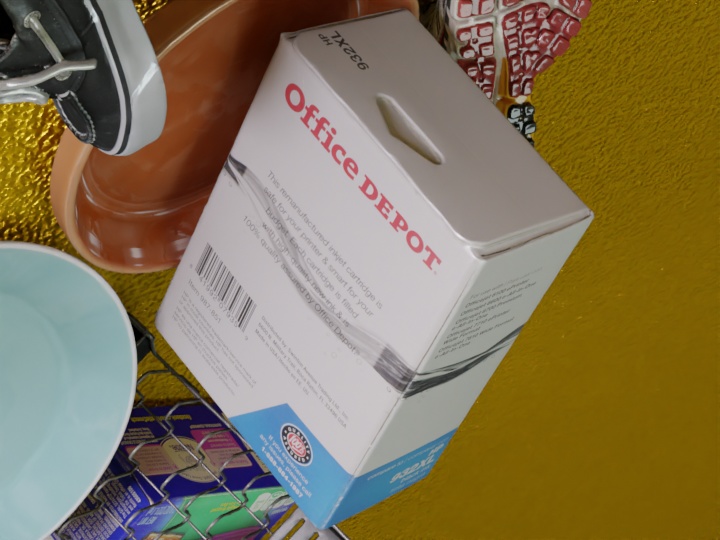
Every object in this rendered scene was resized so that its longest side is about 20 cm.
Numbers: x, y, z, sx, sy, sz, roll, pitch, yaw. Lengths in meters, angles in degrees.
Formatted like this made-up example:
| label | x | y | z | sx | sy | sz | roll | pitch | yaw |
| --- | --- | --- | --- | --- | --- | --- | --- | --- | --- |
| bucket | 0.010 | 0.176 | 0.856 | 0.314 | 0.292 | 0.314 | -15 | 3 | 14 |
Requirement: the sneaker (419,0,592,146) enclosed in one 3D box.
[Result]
| label | x | y | z | sx | sy | sz | roll | pitch | yaw |
| --- | --- | --- | --- | --- | --- | --- | --- | --- | --- |
| sneaker | 0.054 | -0.122 | 0.980 | 0.078 | 0.082 | 0.200 | 4 | 120 | -32 |

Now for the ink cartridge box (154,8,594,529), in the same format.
| label | x | y | z | sx | sy | sz | roll | pitch | yaw |
| --- | --- | --- | --- | --- | --- | --- | --- | --- | --- |
| ink cartridge box | 0.000 | 0.000 | 0.932 | 0.084 | 0.145 | 0.200 | -20 | 150 | -41 |

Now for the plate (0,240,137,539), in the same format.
| label | x | y | z | sx | sy | sz | roll | pitch | yaw |
| --- | --- | --- | --- | --- | --- | --- | --- | --- | --- |
| plate | -0.198 | 0.070 | 0.937 | 0.200 | 0.026 | 0.201 | -23 | 132 | -28 |

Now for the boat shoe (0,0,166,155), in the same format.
| label | x | y | z | sx | sy | sz | roll | pitch | yaw |
| --- | --- | --- | --- | --- | --- | --- | --- | --- | --- |
| boat shoe | -0.125 | -0.098 | 0.733 | 0.068 | 0.074 | 0.200 | -38 | 157 | -16 |

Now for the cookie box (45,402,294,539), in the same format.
| label | x | y | z | sx | sy | sz | roll | pitch | yaw |
| --- | --- | --- | --- | --- | --- | --- | --- | --- | --- |
| cookie box | -0.152 | 0.174 | 1.188 | 0.200 | 0.075 | 0.171 | -48 | 156 | 21 |

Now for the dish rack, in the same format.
| label | x | y | z | sx | sy | sz | roll | pitch | yaw |
| --- | --- | --- | --- | --- | --- | --- | --- | --- | --- |
| dish rack | -0.108 | 0.137 | 1.027 | 0.153 | 0.200 | 0.055 | -47 | 170 | 1 |

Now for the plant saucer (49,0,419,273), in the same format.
| label | x | y | z | sx | sy | sz | roll | pitch | yaw |
| --- | --- | --- | --- | --- | --- | --- | --- | --- | --- |
| plant saucer | -0.060 | -0.079 | 0.923 | 0.200 | 0.032 | 0.200 | -33 | 157 | -16 |
